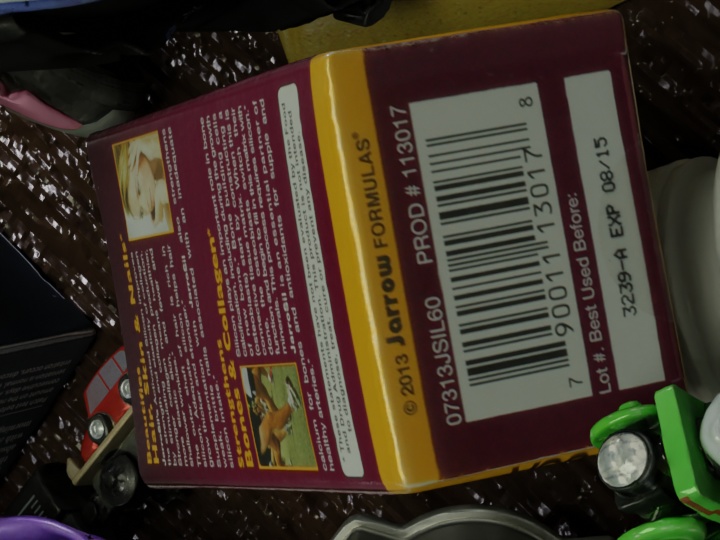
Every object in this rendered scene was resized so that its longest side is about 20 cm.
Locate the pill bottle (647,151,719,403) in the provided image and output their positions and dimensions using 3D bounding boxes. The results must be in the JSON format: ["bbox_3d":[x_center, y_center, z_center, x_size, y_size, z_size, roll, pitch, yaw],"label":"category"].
[{"bbox_3d":[0.162,-0.010,0.711,0.200,0.111,0.111,-17,87,32],"label":"pill bottle"}]

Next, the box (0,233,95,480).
[{"bbox_3d":[-0.215,0.051,0.958,0.148,0.107,0.200,45,116,19],"label":"box"}]

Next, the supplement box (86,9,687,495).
[{"bbox_3d":[0.000,0.000,0.754,0.200,0.085,0.111,172,89,-67],"label":"supplement box"}]

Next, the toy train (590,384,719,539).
[{"bbox_3d":[0.124,0.068,0.701,0.056,0.200,0.042,-23,61,25],"label":"toy train"}]

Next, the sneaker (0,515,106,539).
[{"bbox_3d":[-0.068,0.121,0.858,0.199,0.083,0.081,9,70,8],"label":"sneaker"}]

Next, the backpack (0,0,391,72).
[{"bbox_3d":[-0.109,-0.111,0.747,0.200,0.190,0.154,-12,101,21],"label":"backpack"}]

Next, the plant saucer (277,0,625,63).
[{"bbox_3d":[0.021,-0.166,0.819,0.200,0.048,0.200,-23,84,32],"label":"plant saucer"}]

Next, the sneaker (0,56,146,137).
[{"bbox_3d":[-0.121,-0.137,0.903,0.095,0.079,0.200,-37,77,18],"label":"sneaker"}]

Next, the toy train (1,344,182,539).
[{"bbox_3d":[-0.070,0.047,0.912,0.200,0.034,0.046,-51,59,27],"label":"toy train"}]

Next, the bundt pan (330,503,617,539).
[{"bbox_3d":[0.027,0.174,0.794,0.201,0.076,0.202,2,104,7],"label":"bundt pan"}]
